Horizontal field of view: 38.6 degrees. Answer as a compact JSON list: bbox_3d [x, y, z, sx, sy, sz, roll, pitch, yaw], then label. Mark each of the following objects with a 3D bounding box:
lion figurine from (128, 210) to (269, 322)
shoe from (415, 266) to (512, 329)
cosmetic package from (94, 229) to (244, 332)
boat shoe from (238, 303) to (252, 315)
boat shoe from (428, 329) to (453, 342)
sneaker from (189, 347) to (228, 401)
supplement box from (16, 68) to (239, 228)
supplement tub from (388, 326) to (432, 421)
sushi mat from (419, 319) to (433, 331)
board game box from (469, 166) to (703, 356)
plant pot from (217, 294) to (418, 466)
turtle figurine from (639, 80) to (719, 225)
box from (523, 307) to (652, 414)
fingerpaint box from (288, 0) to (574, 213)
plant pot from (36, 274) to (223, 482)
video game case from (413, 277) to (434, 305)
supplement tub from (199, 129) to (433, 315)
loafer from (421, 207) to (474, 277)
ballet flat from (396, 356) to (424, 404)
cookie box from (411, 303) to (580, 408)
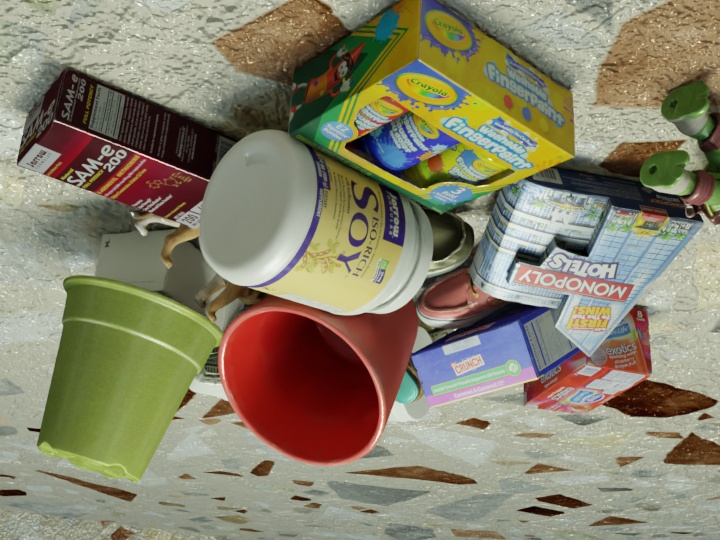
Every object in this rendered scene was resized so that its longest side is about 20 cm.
[{"bbox_3d":[-0.156,-0.027,1.150,0.201,0.122,0.072,54,172,-32],"label":"lion figurine"},{"bbox_3d":[0.151,0.005,1.200,0.198,0.072,0.091,-16,148,13],"label":"shoe"},{"bbox_3d":[-0.236,0.029,1.295,0.107,0.086,0.200,-3,155,22],"label":"cosmetic package"},{"bbox_3d":[-0.055,0.077,1.299,0.199,0.073,0.072,27,152,-17],"label":"boat shoe"},{"bbox_3d":[0.117,0.118,1.455,0.069,0.072,0.200,15,154,-27],"label":"boat shoe"},{"bbox_3d":[-0.135,0.134,1.345,0.198,0.079,0.099,8,154,-15],"label":"sneaker"},{"bbox_3d":[-0.222,-0.114,1.015,0.199,0.061,0.109,20,151,-30],"label":"supplement box"},{"bbox_3d":[-0.008,0.139,1.419,0.198,0.133,0.132,-2,156,27],"label":"supplement tub"},{"bbox_3d":[0.017,0.054,1.401,0.198,0.012,0.096,13,154,-19],"label":"sushi mat"},{"bbox_3d":[0.227,-0.005,1.095,0.198,0.062,0.201,8,127,-11],"label":"board game box"},{"bbox_3d":[-0.030,0.087,1.147,0.198,0.177,0.202,12,119,21],"label":"plant pot"},{"bbox_3d":[0.360,-0.079,0.924,0.193,0.201,0.144,25,114,-31],"label":"turtle figurine"},{"bbox_3d":[0.305,0.123,1.411,0.099,0.096,0.200,10,155,-12],"label":"box"},{"bbox_3d":[0.064,-0.138,0.911,0.199,0.074,0.166,24,149,-37],"label":"fingerpaint box"},{"bbox_3d":[-0.279,0.134,1.180,0.198,0.192,0.200,15,161,5],"label":"plant pot"},{"bbox_3d":[0.000,0.000,1.262,0.180,0.023,0.201,0,151,7],"label":"video game case"},{"bbox_3d":[-0.038,-0.038,0.988,0.145,0.147,0.199,-19,155,39],"label":"supplement tub"},{"bbox_3d":[0.026,-0.039,1.126,0.198,0.076,0.070,1,159,6],"label":"loafer"},{"bbox_3d":[0.015,0.075,1.274,0.068,0.072,0.200,-39,95,26],"label":"ballet flat"},{"bbox_3d":[0.188,0.087,1.262,0.170,0.076,0.199,-22,180,42],"label":"cookie box"}]
